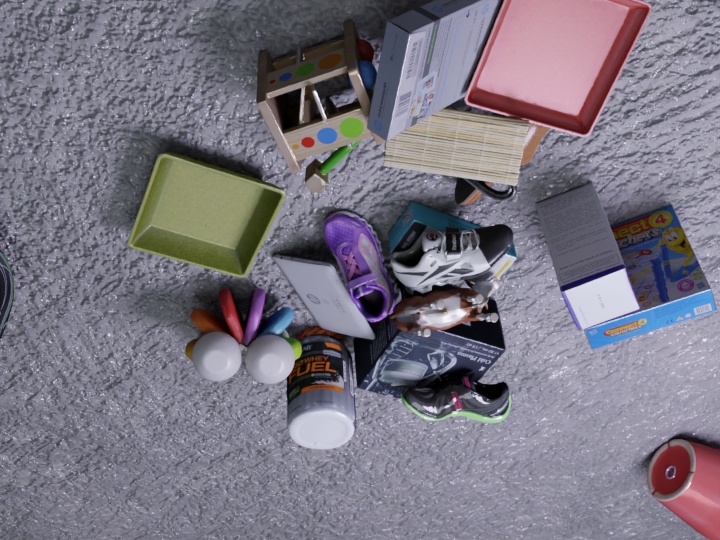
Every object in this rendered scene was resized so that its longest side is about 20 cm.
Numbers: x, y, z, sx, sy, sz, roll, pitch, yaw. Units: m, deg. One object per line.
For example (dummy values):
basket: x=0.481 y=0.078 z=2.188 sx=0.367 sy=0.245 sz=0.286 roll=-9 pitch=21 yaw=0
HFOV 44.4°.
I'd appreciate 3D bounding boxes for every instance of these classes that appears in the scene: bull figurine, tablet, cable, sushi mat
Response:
bull figurine: x=0.148 y=0.059 z=1.414 sx=0.199 sy=0.121 sz=0.066 roll=-16 pitch=97 yaw=-15
tablet: x=-0.061 y=0.048 z=1.503 sx=0.130 sy=0.014 sz=0.200 roll=10 pitch=145 yaw=36
cable: x=0.131 y=-0.157 z=1.281 sx=0.200 sy=0.050 sz=0.097 roll=44 pitch=119 yaw=4
sushi mat: x=0.132 y=-0.180 z=1.249 sx=0.199 sy=0.012 sz=0.096 roll=10 pitch=114 yaw=8

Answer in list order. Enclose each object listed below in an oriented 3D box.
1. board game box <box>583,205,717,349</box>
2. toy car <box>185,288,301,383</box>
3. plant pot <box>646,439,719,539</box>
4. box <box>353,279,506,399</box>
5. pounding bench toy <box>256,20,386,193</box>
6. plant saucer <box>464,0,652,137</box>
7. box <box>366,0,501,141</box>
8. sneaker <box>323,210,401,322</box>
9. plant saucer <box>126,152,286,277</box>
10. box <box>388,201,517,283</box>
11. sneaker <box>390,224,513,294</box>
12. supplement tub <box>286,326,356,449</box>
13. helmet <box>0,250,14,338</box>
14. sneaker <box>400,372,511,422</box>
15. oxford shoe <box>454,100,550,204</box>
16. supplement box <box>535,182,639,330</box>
board game box: x=0.439 y=0.009 z=1.420 sx=0.199 sy=0.196 sz=0.056 roll=-20 pitch=132 yaw=14
toy car: x=-0.198 y=0.104 z=1.515 sx=0.199 sy=0.175 sz=0.151 roll=4 pitch=98 yaw=-8
plant pot: x=0.735 y=0.465 z=1.909 sx=0.177 sy=0.201 sz=0.201 roll=27 pitch=127 yaw=-17
box: x=0.119 y=0.130 z=1.569 sx=0.199 sy=0.124 sz=0.197 roll=17 pitch=133 yaw=-20
pounding bench toy: x=-0.032 y=-0.212 z=1.216 sx=0.155 sy=0.125 sz=0.200 roll=-16 pitch=134 yaw=11
plant saucer: x=0.261 y=-0.298 z=1.196 sx=0.199 sy=0.037 sz=0.200 roll=12 pitch=121 yaw=-15
box: x=0.097 y=-0.273 z=1.136 sx=0.200 sy=0.041 sz=0.156 roll=-34 pitch=150 yaw=-37
sneaker: x=0.000 y=0.000 z=1.424 sx=0.080 sy=0.089 sz=0.201 roll=-22 pitch=108 yaw=22
plant saucer: x=-0.240 y=-0.093 z=1.372 sx=0.199 sy=0.048 sz=0.200 roll=16 pitch=132 yaw=-19
box: x=0.151 y=-0.040 z=1.452 sx=0.199 sy=0.049 sz=0.082 roll=19 pitch=131 yaw=-21
sneaker: x=0.138 y=-0.030 z=1.373 sx=0.199 sy=0.074 sz=0.089 roll=-25 pitch=134 yaw=19
supplement tub: x=-0.071 y=0.205 z=1.572 sx=0.122 sy=0.201 sz=0.123 roll=-3 pitch=135 yaw=-3
helmet: x=-0.633 y=0.027 z=1.362 sx=0.199 sy=0.192 sz=0.200 roll=-2 pitch=170 yaw=0
sneaker: x=0.166 y=0.213 z=1.530 sx=0.199 sy=0.077 sz=0.084 roll=3 pitch=118 yaw=-13
oxford shoe: x=0.216 y=-0.165 z=1.322 sx=0.071 sy=0.072 sz=0.200 roll=20 pitch=129 yaw=-29
supplement box: x=0.351 y=-0.025 z=1.377 sx=0.103 sy=0.201 sz=0.101 roll=-22 pitch=133 yaw=15
